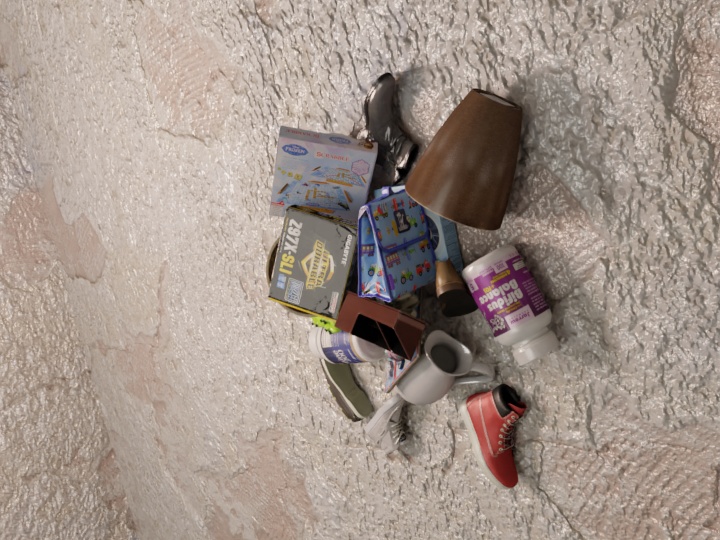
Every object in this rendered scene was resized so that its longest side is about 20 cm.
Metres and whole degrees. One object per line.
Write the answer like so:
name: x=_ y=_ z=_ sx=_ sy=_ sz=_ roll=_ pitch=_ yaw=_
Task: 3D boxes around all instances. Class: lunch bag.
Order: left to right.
lunch bag: x=0.063 y=-0.062 z=1.442 sx=0.093 sy=0.150 sz=0.203 roll=7 pitch=113 yaw=45

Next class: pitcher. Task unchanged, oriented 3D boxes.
pitcher: x=0.167 y=0.212 z=1.552 sx=0.170 sy=0.122 sz=0.200 roll=25 pitch=148 yaw=-9

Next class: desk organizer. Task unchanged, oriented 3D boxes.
desk organizer: x=0.034 y=0.103 z=1.444 sx=0.199 sy=0.071 sz=0.078 roll=18 pitch=84 yaw=58

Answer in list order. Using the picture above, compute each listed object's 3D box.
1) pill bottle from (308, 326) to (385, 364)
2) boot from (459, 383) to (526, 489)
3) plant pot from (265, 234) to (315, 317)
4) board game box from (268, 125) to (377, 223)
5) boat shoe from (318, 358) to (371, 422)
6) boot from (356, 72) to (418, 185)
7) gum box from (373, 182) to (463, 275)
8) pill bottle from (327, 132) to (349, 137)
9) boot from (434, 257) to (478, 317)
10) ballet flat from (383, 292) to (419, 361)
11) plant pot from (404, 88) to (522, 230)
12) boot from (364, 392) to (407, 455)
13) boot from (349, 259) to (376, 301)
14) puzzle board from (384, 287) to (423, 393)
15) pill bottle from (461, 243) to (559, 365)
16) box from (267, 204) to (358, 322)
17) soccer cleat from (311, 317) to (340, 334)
pill bottle: x=-0.031 y=0.159 z=1.743 sx=0.199 sy=0.110 sz=0.112 roll=-12 pitch=98 yaw=50
boot: x=0.290 y=0.331 z=1.496 sx=0.144 sy=0.072 sz=0.202 roll=-31 pitch=79 yaw=48
plant pot: x=-0.115 y=-0.011 z=1.689 sx=0.183 sy=0.198 sz=0.203 roll=-141 pitch=36 yaw=-80
board game box: x=-0.079 y=-0.185 z=1.534 sx=0.041 sy=0.197 sz=0.201 roll=-88 pitch=10 yaw=-47
boat shoe: x=-0.050 y=0.280 z=1.848 sx=0.060 sy=0.071 sz=0.202 roll=-39 pitch=79 yaw=44
boot: x=0.067 y=-0.279 z=1.489 sx=0.131 sy=0.069 sz=0.201 roll=42 pitch=144 yaw=24
gum box: x=0.118 y=-0.078 z=1.526 sx=0.169 sy=0.044 sz=0.202 roll=-2 pitch=104 yaw=49
pill bottle: x=-0.068 y=-0.188 z=1.634 sx=0.111 sy=0.110 sz=0.201 roll=45 pitch=135 yaw=24
boot: x=0.180 y=0.036 z=1.442 sx=0.200 sy=0.073 sz=0.076 roll=56 pitch=-161 yaw=-65
ballet flat: x=0.084 y=0.087 z=1.509 sx=0.071 sy=0.069 sz=0.202 roll=-35 pitch=37 yaw=35
plant pot: x=0.197 y=-0.202 z=1.303 sx=0.186 sy=0.186 sz=0.202 roll=36 pitch=115 yaw=32
boot: x=0.081 y=0.356 z=1.748 sx=0.096 sy=0.073 sz=0.201 roll=47 pitch=144 yaw=15
boot: x=0.000 y=0.000 z=1.572 sx=0.198 sy=0.069 sz=0.176 roll=-21 pitch=99 yaw=18
puzzle board: x=0.089 y=0.134 z=1.569 sx=0.151 sy=0.017 sz=0.202 roll=123 pitch=161 yaw=-45
pill bottle: x=0.275 y=0.064 z=1.361 sx=0.112 sy=0.112 sz=0.202 roll=-38 pitch=78 yaw=49
box: x=-0.092 y=-0.016 z=1.530 sx=0.158 sy=0.049 sz=0.202 roll=19 pitch=107 yaw=13
soccer cleat: x=-0.073 y=0.093 z=1.717 sx=0.200 sy=0.081 sz=0.068 roll=24 pitch=143 yaw=62
